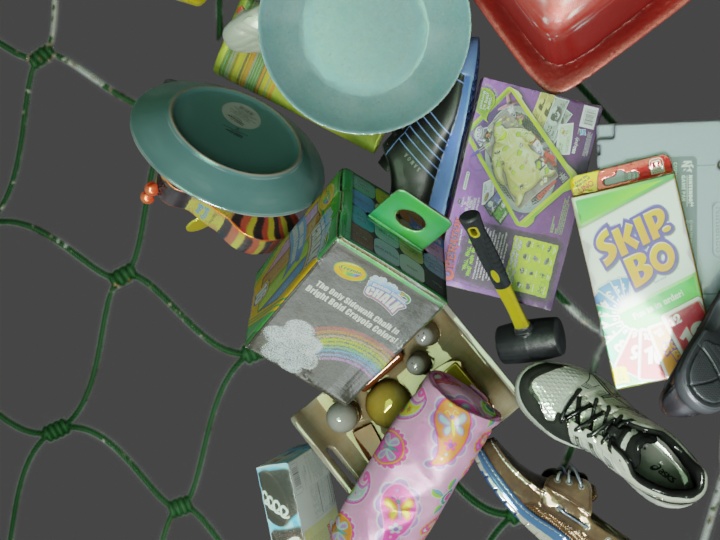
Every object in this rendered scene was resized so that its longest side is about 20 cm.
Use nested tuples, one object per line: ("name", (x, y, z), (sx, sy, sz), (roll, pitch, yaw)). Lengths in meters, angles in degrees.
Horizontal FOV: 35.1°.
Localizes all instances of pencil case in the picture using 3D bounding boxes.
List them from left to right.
("pencil case", (0.050, 0.195, 1.074), (0.087, 0.087, 0.201), (32, 102, 12))

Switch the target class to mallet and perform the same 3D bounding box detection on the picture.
("mallet", (0.142, 0.016, 1.045), (0.065, 0.201, 0.041), (-5, 47, 18))

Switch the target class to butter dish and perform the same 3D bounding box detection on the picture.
("butter dish", (0.189, -0.294, 1.028), (0.199, 0.148, 0.201), (-36, 83, 14))

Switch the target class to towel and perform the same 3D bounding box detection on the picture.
("towel", (-0.053, -0.201, 1.167), (0.199, 0.018, 0.087), (28, 102, 12))

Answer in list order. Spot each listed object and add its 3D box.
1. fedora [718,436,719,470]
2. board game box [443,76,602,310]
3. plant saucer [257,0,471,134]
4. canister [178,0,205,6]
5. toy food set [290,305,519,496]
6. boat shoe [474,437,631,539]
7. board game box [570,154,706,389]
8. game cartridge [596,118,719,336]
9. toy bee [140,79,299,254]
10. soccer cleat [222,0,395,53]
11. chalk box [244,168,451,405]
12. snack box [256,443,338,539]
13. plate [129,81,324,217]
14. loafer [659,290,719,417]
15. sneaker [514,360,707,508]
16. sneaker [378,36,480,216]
("fedora", (0.410, 0.154, 1.010), (0.175, 0.090, 0.202), (4, 104, 18))
("board game box", (0.149, -0.073, 1.093), (0.119, 0.032, 0.202), (14, 95, -5))
("plant saucer", (0.004, -0.228, 1.073), (0.199, 0.039, 0.203), (0, 93, -1))
("canister", (-0.240, -0.367, 1.176), (0.199, 0.087, 0.150), (19, 97, 13))
("toy food set", (0.046, 0.137, 1.127), (0.200, 0.060, 0.144), (-43, 81, 13))
("boat shoe", (0.192, 0.224, 1.090), (0.200, 0.072, 0.072), (45, 96, -1))
("board game box", (0.258, 0.002, 1.043), (0.095, 0.030, 0.202), (-13, 92, 16))
("game cartridge", (0.287, -0.038, 1.060), (0.132, 0.042, 0.202), (-1, 97, 11))
("toy bee", (-0.164, -0.081, 1.153), (0.199, 0.109, 0.131), (35, 145, 20))
("soccer cleat", (-0.036, -0.240, 1.118), (0.198, 0.069, 0.078), (-14, 80, 1))
("chalk box", (0.000, 0.000, 1.056), (0.124, 0.124, 0.200), (32, 120, -19))
("snack box", (-0.048, 0.280, 1.129), (0.037, 0.116, 0.202), (-13, 88, 15))
("plate", (-0.123, -0.127, 1.097), (0.200, 0.200, 0.026), (37, 127, 11))
("loafer", (0.326, 0.054, 1.005), (0.072, 0.063, 0.200), (45, 61, 3))
("sneaker", (0.235, 0.145, 1.050), (0.199, 0.088, 0.076), (32, 83, 5))
("sneaker", (0.063, -0.134, 1.108), (0.077, 0.070, 0.202), (14, 97, 7))
